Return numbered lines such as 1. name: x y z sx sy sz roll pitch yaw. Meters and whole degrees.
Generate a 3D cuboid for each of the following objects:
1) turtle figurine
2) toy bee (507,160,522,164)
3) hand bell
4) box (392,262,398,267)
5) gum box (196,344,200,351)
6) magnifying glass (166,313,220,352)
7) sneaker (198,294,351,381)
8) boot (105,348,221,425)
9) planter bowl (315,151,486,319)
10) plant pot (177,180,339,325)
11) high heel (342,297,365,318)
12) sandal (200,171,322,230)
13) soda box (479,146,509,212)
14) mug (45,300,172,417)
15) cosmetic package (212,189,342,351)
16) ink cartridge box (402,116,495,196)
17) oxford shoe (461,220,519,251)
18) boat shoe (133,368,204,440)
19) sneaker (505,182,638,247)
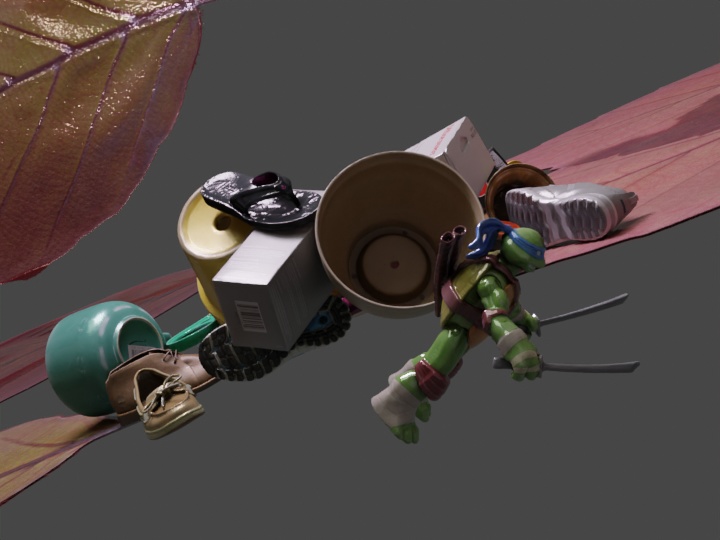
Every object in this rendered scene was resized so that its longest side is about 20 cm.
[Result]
1. turtle figurine: 0.118 0.073 1.080 0.194 0.200 0.144 -45 32 19
2. toy bee: 0.198 -0.138 2.007 0.131 0.109 0.200 -26 8 -20
3. hand bell: 0.192 -0.071 1.785 0.104 0.104 0.200 -27 -4 -15
4. box: 0.035 -0.061 1.927 0.200 0.128 0.109 -28 10 -20
5. gum box: -0.142 0.069 1.914 0.200 0.045 0.170 -26 8 -13
6. magnifying glass: -0.219 0.074 1.874 0.080 0.022 0.200 -23 7 22
7. sneaker: -0.108 0.090 1.656 0.200 0.079 0.090 -16 -2 -4
8. boot: -0.242 0.131 1.726 0.200 0.076 0.074 -24 7 -6
9. planter bowl: 0.044 -0.025 1.570 0.200 0.200 0.135 -27 -18 -13
10. plant pot: -0.147 -0.025 1.744 0.201 0.201 0.189 -23 -34 11
11. high heel: 0.000 0.000 1.760 0.067 0.096 0.200 -21 9 21
12. sandal: -0.129 -0.094 1.603 0.200 0.048 0.075 15 48 40
13. soda box: 0.133 -0.087 1.862 0.200 0.063 0.071 -39 -7 -21
14. mug: -0.337 0.110 1.816 0.114 0.152 0.185 -18 29 36
15. cosmetic package: -0.087 -0.004 1.591 0.090 0.107 0.200 3 36 27
16. ink cartridge box: 0.067 -0.106 1.727 0.200 0.083 0.147 -28 14 27
17. oxford shoe: 0.149 -0.029 1.639 0.071 0.073 0.200 5 1 -15
18. boat shoe: -0.245 0.160 1.589 0.073 0.063 0.200 -27 9 -20
19. sneaker: 0.259 -0.072 1.605 0.082 0.075 0.200 -22 18 -30
